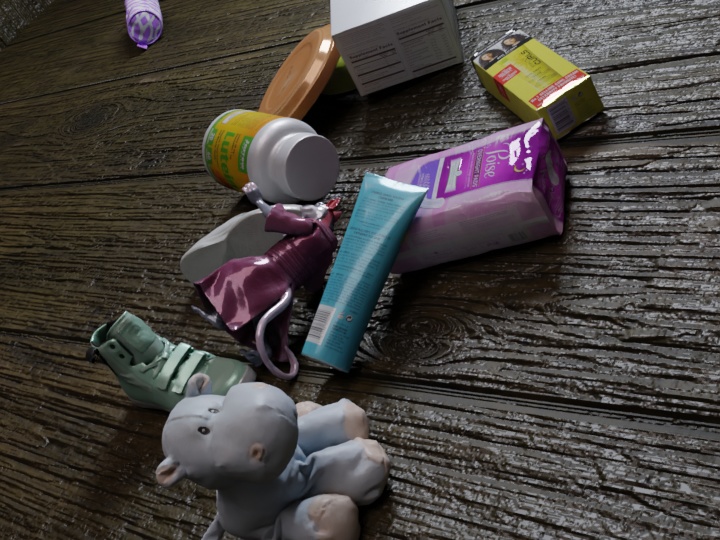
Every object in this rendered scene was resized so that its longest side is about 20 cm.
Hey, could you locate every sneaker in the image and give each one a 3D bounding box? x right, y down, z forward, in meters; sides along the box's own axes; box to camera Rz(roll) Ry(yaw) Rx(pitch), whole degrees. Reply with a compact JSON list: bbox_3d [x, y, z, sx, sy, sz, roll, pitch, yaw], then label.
[{"bbox_3d":[-0.211,0.098,1.013,0.200,0.118,0.074,-3,43,37],"label":"sneaker"},{"bbox_3d":[-0.133,-0.049,1.176,0.199,0.075,0.089,-18,25,27],"label":"sneaker"}]

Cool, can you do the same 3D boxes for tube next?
[{"bbox_3d":[0.000,0.000,0.943,0.077,0.050,0.201,18,82,27],"label":"tube"}]

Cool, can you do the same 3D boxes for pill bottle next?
[{"bbox_3d":[-0.116,-0.147,1.238,0.111,0.111,0.200,-47,35,-17],"label":"pill bottle"}]

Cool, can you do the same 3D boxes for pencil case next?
[{"bbox_3d":[-0.490,-0.571,2.122,0.086,0.084,0.200,-64,24,22],"label":"pencil case"}]

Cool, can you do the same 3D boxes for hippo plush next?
[{"bbox_3d":[-0.089,0.146,0.806,0.199,0.161,0.160,-13,40,30],"label":"hippo plush"}]

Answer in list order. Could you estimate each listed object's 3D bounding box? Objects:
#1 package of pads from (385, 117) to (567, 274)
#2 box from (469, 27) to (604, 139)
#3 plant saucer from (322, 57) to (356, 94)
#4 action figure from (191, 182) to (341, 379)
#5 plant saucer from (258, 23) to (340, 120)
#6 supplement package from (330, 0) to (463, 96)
[{"bbox_3d":[0.109,-0.073,0.979,0.199,0.076,0.121,-14,43,30],"label":"package of pads"},{"bbox_3d":[0.200,-0.219,1.101,0.075,0.050,0.200,-32,34,3],"label":"box"},{"bbox_3d":[0.003,-0.347,1.451,0.199,0.031,0.200,-24,35,18],"label":"plant saucer"},{"bbox_3d":[-0.083,-0.006,1.015,0.200,0.134,0.149,-48,36,-13],"label":"action figure"},{"bbox_3d":[-0.095,-0.277,1.385,0.200,0.032,0.201,-45,26,28],"label":"plant saucer"},{"bbox_3d":[0.047,-0.369,1.327,0.155,0.111,0.201,-16,45,15],"label":"supplement package"}]
